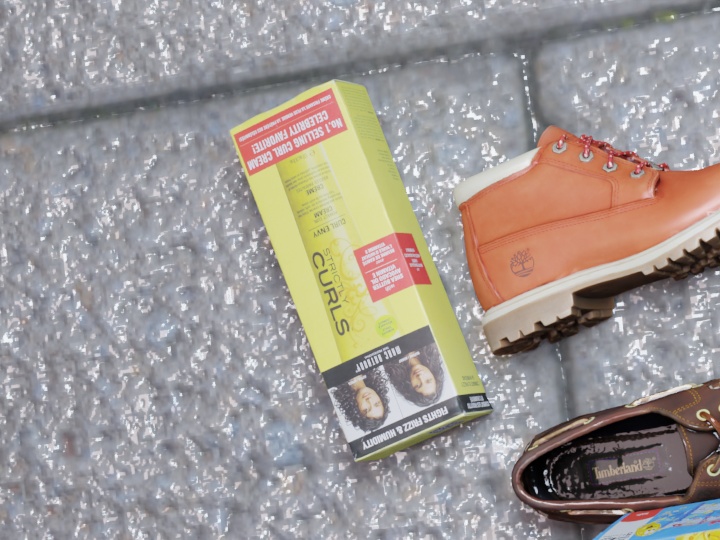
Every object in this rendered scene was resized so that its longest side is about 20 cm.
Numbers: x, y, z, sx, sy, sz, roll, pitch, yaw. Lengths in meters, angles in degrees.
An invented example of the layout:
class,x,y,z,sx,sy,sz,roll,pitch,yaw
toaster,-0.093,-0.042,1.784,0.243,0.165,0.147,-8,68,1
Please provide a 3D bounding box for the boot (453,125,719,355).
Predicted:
class,x,y,z,sx,sy,sz,roll,pitch,yaw
boot,0.142,-0.039,1.444,0.200,0.075,0.108,-23,75,19

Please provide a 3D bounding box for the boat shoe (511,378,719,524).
class,x,y,z,sx,sy,sz,roll,pitch,yaw
boat shoe,0.177,0.095,1.426,0.200,0.070,0.071,-17,81,18

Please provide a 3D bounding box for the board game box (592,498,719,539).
class,x,y,z,sx,sy,sz,roll,pitch,yaw
board game box,0.233,0.209,1.360,0.195,0.056,0.201,-14,97,33

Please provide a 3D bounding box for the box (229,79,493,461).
class,x,y,z,sx,sy,sz,roll,pitch,yaw
box,0.000,0.000,1.504,0.075,0.050,0.200,-23,80,19
